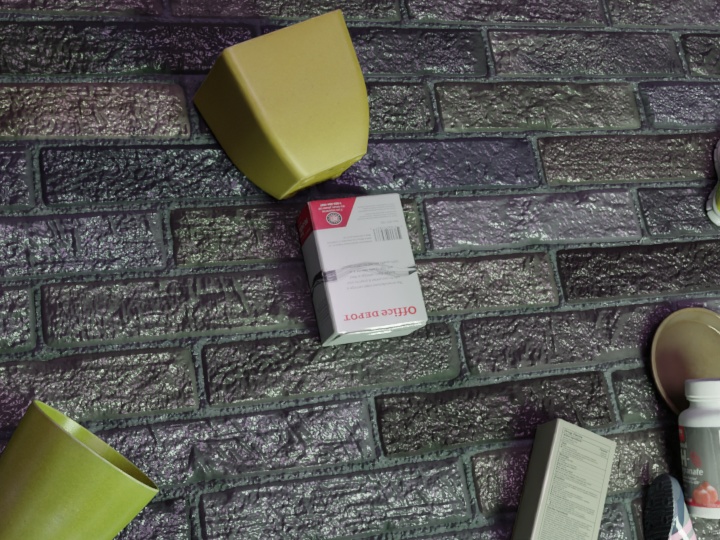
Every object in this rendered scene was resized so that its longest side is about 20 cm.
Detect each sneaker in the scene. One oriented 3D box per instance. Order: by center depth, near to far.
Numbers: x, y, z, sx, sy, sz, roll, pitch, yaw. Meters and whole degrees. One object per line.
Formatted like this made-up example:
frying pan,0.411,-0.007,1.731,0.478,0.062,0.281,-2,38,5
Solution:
sneaker,0.474,0.405,1.507,0.081,0.070,0.201,6,77,-22
sneaker,0.662,-0.172,1.754,0.078,0.090,0.201,21,65,-9

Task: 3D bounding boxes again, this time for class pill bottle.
pill bottle,0.538,0.264,1.527,0.110,0.111,0.202,-2,85,-20

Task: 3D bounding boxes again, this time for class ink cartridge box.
ink cartridge box,0.000,0.000,1.468,0.144,0.083,0.201,-6,75,-21

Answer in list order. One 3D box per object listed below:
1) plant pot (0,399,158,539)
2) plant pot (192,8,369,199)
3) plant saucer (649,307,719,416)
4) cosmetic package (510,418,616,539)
plant pot,-0.374,0.289,1.203,0.187,0.187,0.200,36,79,-4
plant pot,-0.096,-0.221,1.458,0.193,0.195,0.201,-26,88,-25
plant saucer,0.548,0.158,1.634,0.199,0.029,0.201,6,69,-17
cosmetic package,0.291,0.329,1.461,0.103,0.073,0.201,24,65,-10
